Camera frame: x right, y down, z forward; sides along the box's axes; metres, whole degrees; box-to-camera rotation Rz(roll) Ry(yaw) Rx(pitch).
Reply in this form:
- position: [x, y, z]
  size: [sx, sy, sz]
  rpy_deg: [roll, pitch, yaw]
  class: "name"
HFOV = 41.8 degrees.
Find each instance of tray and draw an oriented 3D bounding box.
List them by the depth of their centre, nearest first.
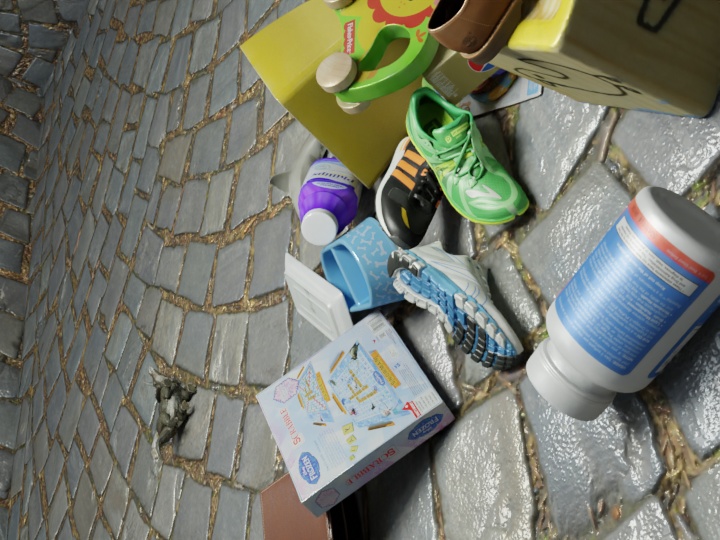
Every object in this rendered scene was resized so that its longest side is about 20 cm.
- position: [-0.060, 0.050, 1.331]
  size: [0.200, 0.022, 0.108]
  rpy_deg: [33, 144, 58]
  class: "tray"

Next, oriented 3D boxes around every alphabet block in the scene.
- position: [0.226, -0.271, 0.882]
  size: [0.195, 0.199, 0.197]
  rpy_deg: [25, 99, 59]
  class: "alphabet block"

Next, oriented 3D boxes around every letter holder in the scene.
- position: [-0.040, 0.345, 1.163]
  size: [0.142, 0.100, 0.201]
  rpy_deg: [-43, 43, 39]
  class: "letter holder"

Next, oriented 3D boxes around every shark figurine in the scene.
- position: [-0.096, -0.118, 1.460]
  size: [0.128, 0.089, 0.215]
  rpy_deg: [-47, 39, 41]
  class: "shark figurine"

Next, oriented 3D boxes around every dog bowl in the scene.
- position: [0.000, 0.000, 1.204]
  size: [0.112, 0.049, 0.200]
  rpy_deg: [65, 165, -1]
  class: "dog bowl"

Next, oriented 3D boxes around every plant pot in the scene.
- position: [-0.016, -0.271, 1.287]
  size: [0.176, 0.200, 0.200]
  rpy_deg: [-44, 38, 9]
  class: "plant pot"

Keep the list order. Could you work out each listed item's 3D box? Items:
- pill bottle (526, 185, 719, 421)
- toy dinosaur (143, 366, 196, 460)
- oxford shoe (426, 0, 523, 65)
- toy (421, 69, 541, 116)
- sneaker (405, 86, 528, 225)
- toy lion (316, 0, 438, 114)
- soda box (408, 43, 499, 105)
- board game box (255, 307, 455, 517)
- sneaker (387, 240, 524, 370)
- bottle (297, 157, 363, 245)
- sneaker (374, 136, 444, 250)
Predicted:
- position: [0.234, 0.035, 0.828]
  size: [0.200, 0.112, 0.112]
  rpy_deg: [-57, 36, 27]
  class: "pill bottle"
- position: [-0.350, 0.263, 1.749]
  size: [0.102, 0.077, 0.201]
  rpy_deg: [126, 140, -51]
  class: "toy dinosaur"
- position: [0.122, -0.276, 0.795]
  size: [0.201, 0.071, 0.071]
  rpy_deg: [-63, 32, 17]
  class: "oxford shoe"
- position: [0.142, -0.252, 1.160]
  size: [0.200, 0.047, 0.116]
  rpy_deg: [-10, 71, 58]
  class: "toy"
- position: [0.112, -0.130, 1.074]
  size: [0.074, 0.084, 0.200]
  rpy_deg: [-37, 65, -5]
  class: "sneaker"
- position: [0.048, -0.298, 1.096]
  size: [0.191, 0.069, 0.201]
  rpy_deg: [-13, 60, 27]
  class: "toy lion"
- position: [0.155, -0.285, 1.077]
  size: [0.200, 0.064, 0.068]
  rpy_deg: [-37, 46, 19]
  class: "soda box"
- position: [-0.013, 0.166, 1.150]
  size: [0.199, 0.041, 0.200]
  rpy_deg: [-35, 38, 1]
  class: "board game box"
- position: [0.123, 0.027, 1.058]
  size: [0.200, 0.086, 0.075]
  rpy_deg: [45, 147, 32]
  class: "sneaker"
- position: [-0.044, -0.096, 1.298]
  size: [0.200, 0.083, 0.066]
  rpy_deg: [-76, -7, -64]
  class: "bottle"
- position: [0.078, -0.115, 1.148]
  size: [0.090, 0.070, 0.201]
  rpy_deg: [-35, 27, 40]
  class: "sneaker"
